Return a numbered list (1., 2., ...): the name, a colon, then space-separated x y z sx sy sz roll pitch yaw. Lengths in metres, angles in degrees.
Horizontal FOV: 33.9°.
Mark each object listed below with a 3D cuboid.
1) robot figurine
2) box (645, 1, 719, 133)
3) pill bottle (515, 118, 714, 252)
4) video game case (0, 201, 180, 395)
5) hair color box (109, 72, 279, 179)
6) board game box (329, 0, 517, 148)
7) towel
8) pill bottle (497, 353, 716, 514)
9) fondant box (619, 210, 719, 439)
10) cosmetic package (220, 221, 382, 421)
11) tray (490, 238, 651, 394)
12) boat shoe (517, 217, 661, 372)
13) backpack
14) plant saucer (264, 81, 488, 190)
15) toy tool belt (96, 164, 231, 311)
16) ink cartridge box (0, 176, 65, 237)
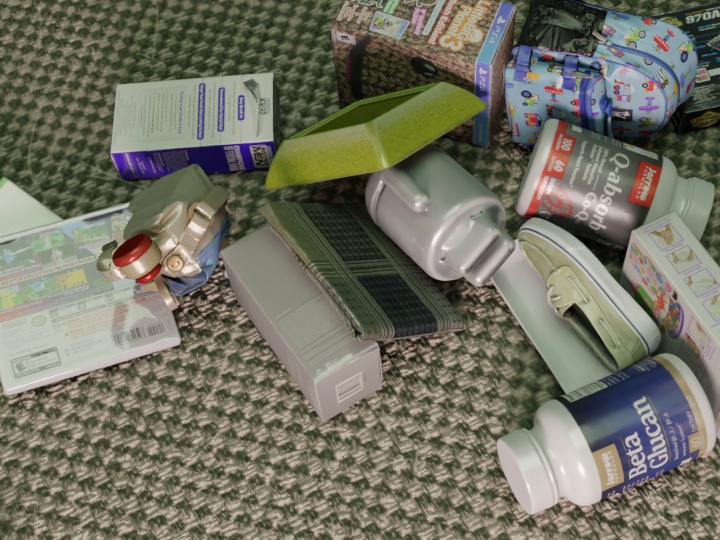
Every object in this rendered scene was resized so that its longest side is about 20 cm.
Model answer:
1. robot figurine: 0.081 -0.068 1.311 0.113 0.170 0.200 -47 53 3
2. box: 0.465 -0.262 1.465 0.200 0.046 0.159 -13 60 -3
3. pill bottle: 0.285 -0.087 1.328 0.200 0.116 0.116 19 62 4
4. video game case: -0.325 0.028 1.336 0.200 0.023 0.183 -16 71 -13
5. hair color box: -0.201 -0.178 1.457 0.200 0.065 0.110 -4 59 4
6. board game box: 0.077 -0.255 1.425 0.200 0.160 0.097 17 63 14
7. towel: 0.000 0.000 1.287 0.192 0.035 0.200 -3 49 -52
8. pill bottle: 0.244 0.169 1.189 0.200 0.111 0.111 -22 60 -8
9. fondant box: 0.350 0.057 1.228 0.058 0.144 0.200 -26 61 -11
10. cosmetic package: -0.065 0.052 1.286 0.090 0.107 0.200 -29 63 -12
11. tray: 0.225 0.043 1.317 0.107 0.022 0.200 -24 61 -11
12. boat shoe: 0.235 0.024 1.274 0.062 0.072 0.200 -36 66 -19
13. backpack: 0.281 -0.217 1.369 0.200 0.183 0.135 15 64 16
14. plant saucer: 0.010 -0.160 1.338 0.200 0.048 0.200 -6 21 45
15. toy tool belt: -0.196 -0.021 1.299 0.125 0.123 0.200 -23 26 21
16. ink cartridge box: -0.383 0.003 1.374 0.200 0.048 0.146 35 67 5
